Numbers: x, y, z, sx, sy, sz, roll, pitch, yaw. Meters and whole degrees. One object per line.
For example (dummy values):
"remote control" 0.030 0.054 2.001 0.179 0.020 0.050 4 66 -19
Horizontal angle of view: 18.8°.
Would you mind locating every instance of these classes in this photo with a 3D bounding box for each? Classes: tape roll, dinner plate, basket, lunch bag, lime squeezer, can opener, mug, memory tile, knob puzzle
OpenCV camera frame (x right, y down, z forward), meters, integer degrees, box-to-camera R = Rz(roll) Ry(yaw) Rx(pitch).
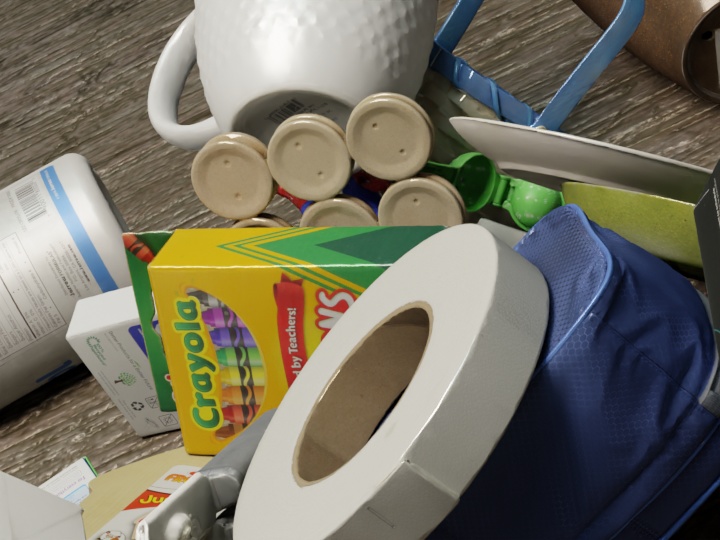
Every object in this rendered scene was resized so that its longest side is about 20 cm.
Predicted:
"tape roll" 0.013 0.068 1.048 0.203 0.037 0.203 -46 19 21
"dinner plate" 0.143 -0.049 1.184 0.200 0.200 0.024 12 88 48
"basket" 0.084 -0.122 1.395 0.200 0.139 0.176 -57 30 11
"lunch bag" 0.100 0.086 1.073 0.200 0.132 0.136 -49 17 14
"lime squeezer" 0.095 -0.047 1.299 0.071 0.199 0.038 160 126 -70
"can opener" -0.082 0.125 1.132 0.067 0.054 0.200 -13 10 22
"mug" -0.048 -0.139 1.311 0.200 0.148 0.176 -21 47 31
"memory tile" 0.000 0.000 1.245 0.153 0.200 0.017 -15 23 23
"knob puzzle" -0.062 0.141 1.212 0.219 0.031 0.220 -3 20 1

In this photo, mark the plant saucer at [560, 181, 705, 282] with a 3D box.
"plant saucer" 0.199 -0.008 1.149 0.200 0.200 0.031 15 91 49

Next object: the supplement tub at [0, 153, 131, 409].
"supplement tub" -0.245 0.021 1.476 0.200 0.132 0.132 -30 30 -2

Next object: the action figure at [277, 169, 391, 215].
"action figure" 0.004 -0.027 1.316 0.200 0.052 0.066 36 99 38

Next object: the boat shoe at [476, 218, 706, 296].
"boat shoe" 0.133 0.024 1.241 0.200 0.071 0.064 20 90 50

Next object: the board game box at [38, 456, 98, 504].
"board game box" -0.182 0.203 1.239 0.153 0.040 0.200 -33 31 -9

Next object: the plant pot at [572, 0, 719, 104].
"plant pot" 0.220 -0.205 1.424 0.186 0.187 0.200 -25 45 4

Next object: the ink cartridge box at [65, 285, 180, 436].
"ink cartridge box" -0.071 0.041 1.335 0.199 0.100 0.039 -12 40 23

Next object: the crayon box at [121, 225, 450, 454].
"crayon box" -0.041 0.042 1.241 0.199 0.127 0.051 -1 27 18

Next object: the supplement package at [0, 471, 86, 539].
"supplement package" -0.238 0.219 1.062 0.200 0.147 0.191 -48 33 21

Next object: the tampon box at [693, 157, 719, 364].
"tampon box" 0.270 0.002 0.974 0.199 0.126 0.150 -1 62 -9
